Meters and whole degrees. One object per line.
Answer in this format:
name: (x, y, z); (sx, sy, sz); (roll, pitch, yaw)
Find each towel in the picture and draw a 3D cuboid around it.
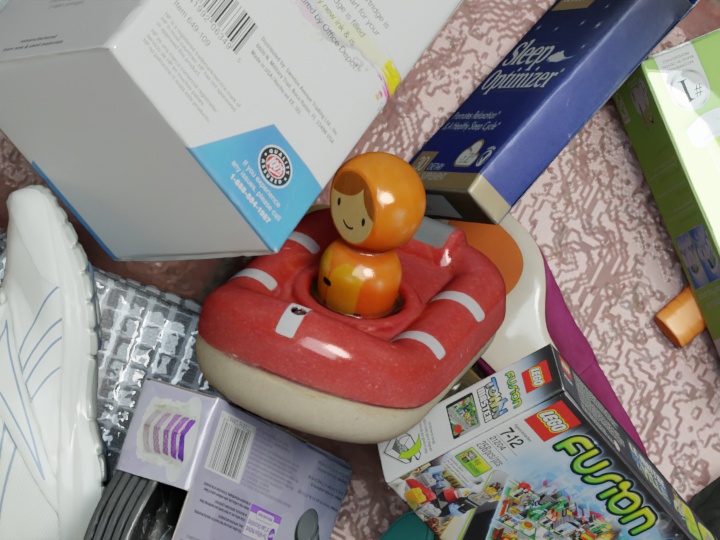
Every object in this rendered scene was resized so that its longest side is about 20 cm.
towel: (-0.161, 0.092, 1.643); (0.165, 0.086, 0.201); (21, 81, -4)

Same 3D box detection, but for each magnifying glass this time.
magnifying glass: (0.251, -0.028, 1.736); (0.200, 0.022, 0.080); (-40, 89, -9)

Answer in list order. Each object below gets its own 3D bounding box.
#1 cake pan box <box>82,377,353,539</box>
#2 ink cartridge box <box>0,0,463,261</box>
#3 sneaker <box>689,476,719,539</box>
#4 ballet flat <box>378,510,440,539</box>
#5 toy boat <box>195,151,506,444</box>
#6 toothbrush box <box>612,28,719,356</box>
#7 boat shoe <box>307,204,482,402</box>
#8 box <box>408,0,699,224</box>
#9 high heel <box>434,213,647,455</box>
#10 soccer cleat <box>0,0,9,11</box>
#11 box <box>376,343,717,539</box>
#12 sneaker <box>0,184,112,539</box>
cake pan box: (-0.085, 0.166, 1.587); (0.052, 0.200, 0.185); (13, 82, 24)
ink cartridge box: (-0.075, -0.127, 1.565); (0.147, 0.146, 0.200); (51, 58, -27)
sneaker: (0.246, 0.204, 1.692); (0.086, 0.080, 0.201); (-9, 82, -31)
ballet flat: (0.007, 0.229, 1.665); (0.065, 0.070, 0.200); (35, 82, -29)
toy boat: (0.000, 0.000, 1.556); (0.130, 0.200, 0.131); (20, 119, 16)
toothbrush box: (0.249, -0.044, 1.686); (0.145, 0.086, 0.201); (-22, 85, -10)
boat shoe: (0.019, 0.052, 1.679); (0.073, 0.065, 0.200); (-33, 69, -8)
box: (0.110, -0.108, 1.677); (0.200, 0.121, 0.032); (-46, 106, -12)
high heel: (0.100, 0.049, 1.708); (0.067, 0.096, 0.200); (-27, 67, 8)
soccer cleat: (-0.202, -0.150, 1.681); (0.200, 0.070, 0.086); (42, 86, 6)
box: (0.105, 0.129, 1.613); (0.110, 0.200, 0.035); (-29, 42, 16)
sneaker: (-0.176, 0.055, 1.570); (0.087, 0.075, 0.201); (-3, 85, -4)
